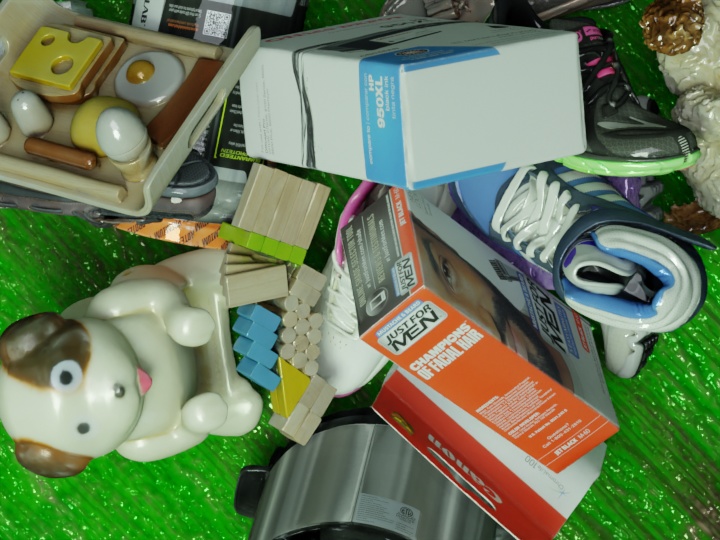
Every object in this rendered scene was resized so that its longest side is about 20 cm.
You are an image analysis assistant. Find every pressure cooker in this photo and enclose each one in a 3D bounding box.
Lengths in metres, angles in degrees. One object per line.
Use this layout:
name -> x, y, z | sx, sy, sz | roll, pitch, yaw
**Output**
pressure cooker -> 0.011, 0.195, 1.679 | 0.179, 0.200, 0.176 | -29, 114, 26

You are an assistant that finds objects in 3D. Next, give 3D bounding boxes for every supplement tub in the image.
supplement tub -> -0.111, -0.121, 1.692 | 0.123, 0.123, 0.200 | 12, 94, 3

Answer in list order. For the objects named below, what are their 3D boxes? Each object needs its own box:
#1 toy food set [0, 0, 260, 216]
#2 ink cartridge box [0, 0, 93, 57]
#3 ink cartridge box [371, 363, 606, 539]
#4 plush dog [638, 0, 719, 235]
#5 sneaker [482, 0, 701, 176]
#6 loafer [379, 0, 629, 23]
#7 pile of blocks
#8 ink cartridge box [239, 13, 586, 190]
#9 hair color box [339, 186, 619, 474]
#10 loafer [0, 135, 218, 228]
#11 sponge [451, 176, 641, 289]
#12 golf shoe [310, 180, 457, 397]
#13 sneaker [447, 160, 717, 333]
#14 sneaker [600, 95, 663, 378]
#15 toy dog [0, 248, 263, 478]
toy food set -> -0.180, -0.123, 1.585 | 0.200, 0.060, 0.144 | 16, 61, 29
ink cartridge box -> -0.290, -0.115, 1.723 | 0.200, 0.085, 0.146 | -4, 94, 2
ink cartridge box -> 0.091, 0.108, 1.658 | 0.160, 0.200, 0.047 | 42, 103, -1
plush dog -> 0.262, -0.124, 1.663 | 0.160, 0.200, 0.172 | -20, 82, 40
sneaker -> 0.146, -0.124, 1.616 | 0.200, 0.077, 0.084 | 35, 125, 34
loafer -> 0.108, -0.200, 1.701 | 0.200, 0.063, 0.072 | -15, 93, 5
pile of blocks -> -0.067, 0.020, 1.664 | 0.082, 0.062, 0.200 | -8, 103, -28
ink cartridge box -> 0.030, -0.115, 1.594 | 0.145, 0.200, 0.084 | -14, 106, -32
hair color box -> 0.081, 0.040, 1.613 | 0.064, 0.111, 0.200 | -40, 126, 24
loafer -> -0.181, -0.059, 1.629 | 0.200, 0.072, 0.063 | 15, 120, 27
sponge -> 0.099, -0.042, 1.698 | 0.200, 0.030, 0.112 | 1, 93, 26
golf shoe -> 0.000, 0.000, 1.683 | 0.075, 0.092, 0.200 | 27, 108, 20
sneaker -> 0.137, -0.027, 1.579 | 0.200, 0.146, 0.081 | 31, 100, 10
sneaker -> 0.176, -0.023, 1.714 | 0.081, 0.075, 0.200 | -1, 92, 17
toy dog -> -0.177, 0.064, 1.660 | 0.194, 0.200, 0.140 | 5, 102, 16
